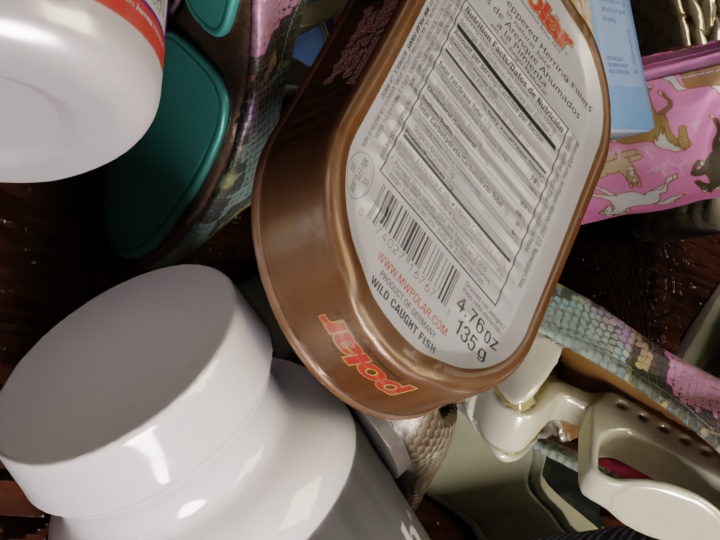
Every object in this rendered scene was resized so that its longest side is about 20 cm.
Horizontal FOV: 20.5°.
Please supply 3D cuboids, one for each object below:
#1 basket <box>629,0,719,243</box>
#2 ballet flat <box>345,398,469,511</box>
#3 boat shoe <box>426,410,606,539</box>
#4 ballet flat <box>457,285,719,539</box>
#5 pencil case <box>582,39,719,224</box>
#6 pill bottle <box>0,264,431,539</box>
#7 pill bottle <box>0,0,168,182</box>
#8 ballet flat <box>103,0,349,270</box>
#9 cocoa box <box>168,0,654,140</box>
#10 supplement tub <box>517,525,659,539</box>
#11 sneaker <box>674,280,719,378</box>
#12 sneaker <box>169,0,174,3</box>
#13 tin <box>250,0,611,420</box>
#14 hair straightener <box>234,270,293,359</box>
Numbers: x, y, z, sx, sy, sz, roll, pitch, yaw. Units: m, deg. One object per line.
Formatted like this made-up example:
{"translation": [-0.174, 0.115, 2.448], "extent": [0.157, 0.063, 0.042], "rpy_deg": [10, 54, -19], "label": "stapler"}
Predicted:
{"translation": [0.232, -0.120, 1.115], "extent": [0.200, 0.160, 0.199], "rpy_deg": [169, -91, -83], "label": "basket"}
{"translation": [0.014, 0.055, 0.770], "extent": [0.067, 0.046, 0.200], "rpy_deg": [51, -9, 8], "label": "ballet flat"}
{"translation": [0.066, 0.074, 0.923], "extent": [0.199, 0.074, 0.066], "rpy_deg": [47, 39, -43], "label": "boat shoe"}
{"translation": [0.092, 0.058, 0.771], "extent": [0.071, 0.199, 0.069], "rpy_deg": [-45, 157, -47], "label": "ballet flat"}
{"translation": [0.135, -0.070, 0.971], "extent": [0.083, 0.199, 0.087], "rpy_deg": [-31, 107, -70], "label": "pencil case"}
{"translation": [-0.037, 0.104, 0.690], "extent": [0.200, 0.115, 0.116], "rpy_deg": [59, 35, -30], "label": "pill bottle"}
{"translation": [-0.114, -0.137, 0.647], "extent": [0.112, 0.112, 0.201], "rpy_deg": [34, 50, -51], "label": "pill bottle"}
{"translation": [-0.037, -0.084, 0.703], "extent": [0.071, 0.069, 0.201], "rpy_deg": [-9, 132, -34], "label": "ballet flat"}
{"translation": [0.023, -0.109, 0.854], "extent": [0.200, 0.131, 0.134], "rpy_deg": [-7, 85, -60], "label": "cocoa box"}
{"translation": [0.119, 0.179, 0.847], "extent": [0.140, 0.199, 0.141], "rpy_deg": [29, 55, -52], "label": "supplement tub"}
{"translation": [0.208, 0.061, 1.050], "extent": [0.089, 0.200, 0.077], "rpy_deg": [40, 17, 19], "label": "sneaker"}
{"translation": [-0.075, -0.195, 0.736], "extent": [0.088, 0.074, 0.201], "rpy_deg": [100, -27, -70], "label": "sneaker"}
{"translation": [0.031, -0.038, 0.684], "extent": [0.112, 0.042, 0.200], "rpy_deg": [51, 43, -27], "label": "tin"}
{"translation": [0.000, 0.000, 0.828], "extent": [0.041, 0.077, 0.200], "rpy_deg": [60, 31, 4], "label": "hair straightener"}
